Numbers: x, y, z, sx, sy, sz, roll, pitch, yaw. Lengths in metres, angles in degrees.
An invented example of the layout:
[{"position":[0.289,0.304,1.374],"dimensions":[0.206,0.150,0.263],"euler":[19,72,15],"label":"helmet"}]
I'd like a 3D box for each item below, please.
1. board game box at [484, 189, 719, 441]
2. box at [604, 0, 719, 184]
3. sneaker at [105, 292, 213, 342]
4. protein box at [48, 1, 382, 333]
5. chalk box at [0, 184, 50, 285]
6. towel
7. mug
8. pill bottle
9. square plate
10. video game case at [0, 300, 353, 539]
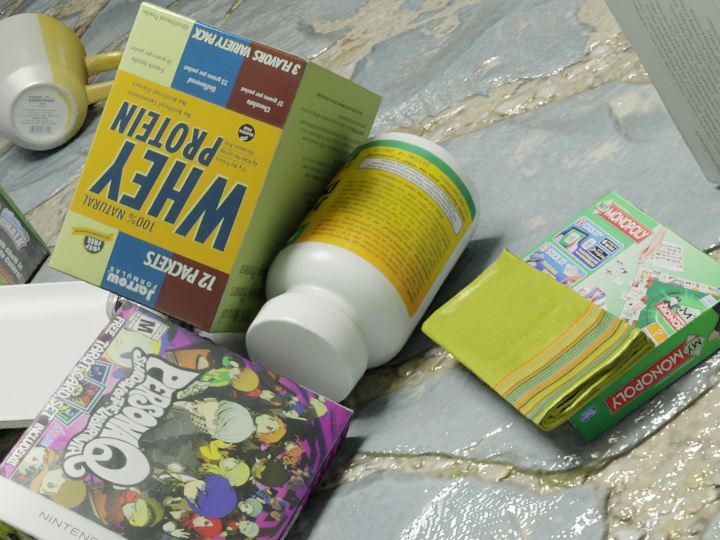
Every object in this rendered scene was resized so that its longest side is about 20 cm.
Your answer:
[{"position":[0.156,0.023,1.120],"dimensions":[0.135,0.029,0.200],"euler":[-35,24,-2],"label":"board game box"},{"position":[0.296,-0.177,1.105],"dimensions":[0.199,0.200,0.171],"euler":[-42,27,-15],"label":"box"},{"position":[-0.153,0.053,1.403],"dimensions":[0.115,0.075,0.200],"euler":[-18,34,30],"label":"sneaker"},{"position":[-0.102,-0.070,1.287],"dimensions":[0.200,0.135,0.199],"euler":[-70,-16,4],"label":"protein box"},{"position":[-0.423,-0.017,1.806],"dimensions":[0.124,0.124,0.200],"euler":[-18,28,31],"label":"chalk box"},{"position":[0.105,0.039,1.100],"dimensions":[0.086,0.018,0.200],"euler":[-37,24,-7],"label":"towel"},{"position":[-0.389,-0.235,2.146],"dimensions":[0.187,0.149,0.153],"euler":[-39,32,6],"label":"mug"},{"position":[0.000,0.000,1.256],"dimensions":[0.113,0.113,0.200],"euler":[-11,34,42],"label":"pill bottle"},{"position":[-0.300,0.077,1.493],"dimensions":[0.198,0.028,0.200],"euler":[-4,34,-2],"label":"square plate"},{"position":[-0.126,0.130,1.134],"dimensions":[0.200,0.181,0.036],"euler":[-57,-11,-41],"label":"video game case"}]
